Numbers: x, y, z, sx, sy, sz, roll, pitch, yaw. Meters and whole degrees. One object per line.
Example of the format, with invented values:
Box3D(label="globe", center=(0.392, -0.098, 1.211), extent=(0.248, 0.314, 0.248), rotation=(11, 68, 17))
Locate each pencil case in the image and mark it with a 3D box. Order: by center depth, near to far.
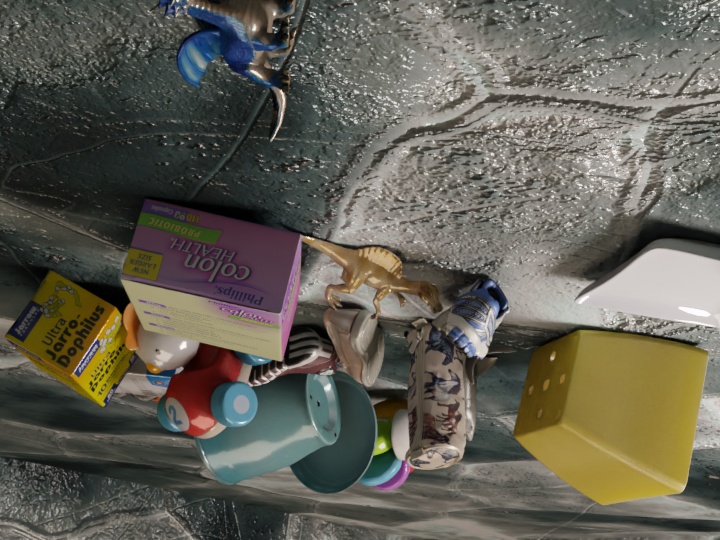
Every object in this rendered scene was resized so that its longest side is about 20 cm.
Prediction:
Box3D(label="pencil case", center=(0.097, 0.167, 1.474), extent=(0.089, 0.201, 0.078), rotation=(26, 142, -35))

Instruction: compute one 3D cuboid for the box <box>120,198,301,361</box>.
Box3D(label="box", center=(-0.163, 0.016, 1.253), extent=(0.175, 0.097, 0.200), rotation=(13, 161, 1))

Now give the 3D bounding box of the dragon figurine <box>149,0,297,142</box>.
Box3D(label="dragon figurine", center=(-0.098, -0.167, 0.797), extent=(0.099, 0.059, 0.200), rotation=(6, 160, 0))

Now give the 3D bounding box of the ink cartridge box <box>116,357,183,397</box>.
Box3D(label="ink cartridge box", center=(-0.364, 0.137, 1.702), extent=(0.199, 0.085, 0.146), rotation=(6, 161, 3))

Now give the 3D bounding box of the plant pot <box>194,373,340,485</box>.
Box3D(label="plant pot", center=(-0.139, 0.223, 1.743), extent=(0.187, 0.201, 0.200), rotation=(-14, 155, 18))

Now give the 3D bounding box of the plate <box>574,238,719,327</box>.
Box3D(label="plate", center=(0.363, 0.011, 1.202), extent=(0.199, 0.032, 0.200), rotation=(9, 160, -11))

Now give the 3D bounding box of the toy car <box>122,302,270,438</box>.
Box3D(label="toy car", center=(-0.253, 0.118, 1.515), extent=(0.200, 0.177, 0.184), rotation=(33, 152, -29))

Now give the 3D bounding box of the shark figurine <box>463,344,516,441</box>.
Box3D(label="shark figurine", center=(0.166, 0.139, 1.599), extent=(0.089, 0.128, 0.215), rotation=(-15, 146, -14))

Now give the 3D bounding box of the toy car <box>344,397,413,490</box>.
Box3D(label="toy car", center=(0.040, 0.296, 1.872), extent=(0.175, 0.150, 0.200), rotation=(-2, -170, 23))

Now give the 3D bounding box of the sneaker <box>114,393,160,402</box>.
Box3D(label="sneaker", center=(-0.336, 0.188, 1.874), extent=(0.112, 0.078, 0.200), rotation=(13, 171, -31))

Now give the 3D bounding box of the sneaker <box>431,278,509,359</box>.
Box3D(label="sneaker", center=(0.144, 0.054, 1.323), extent=(0.077, 0.085, 0.200), rotation=(42, -175, 4))

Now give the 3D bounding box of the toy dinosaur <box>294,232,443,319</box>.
Box3D(label="toy dinosaur", center=(0.000, 0.000, 1.277), extent=(0.200, 0.058, 0.101), rotation=(25, 139, -13))

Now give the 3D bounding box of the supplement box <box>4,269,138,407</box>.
Box3D(label="supplement box", center=(-0.387, 0.099, 1.514), extent=(0.109, 0.109, 0.200), rotation=(28, 164, 10))

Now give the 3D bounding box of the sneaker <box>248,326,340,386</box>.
Box3D(label="sneaker", center=(-0.103, 0.141, 1.653), extent=(0.200, 0.076, 0.115), rotation=(-14, 156, 43))

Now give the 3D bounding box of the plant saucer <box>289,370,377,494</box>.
Box3D(label="plant saucer", center=(-0.046, 0.262, 1.796), extent=(0.200, 0.201, 0.027), rotation=(-9, 167, 37))

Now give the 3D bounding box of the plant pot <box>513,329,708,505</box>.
Box3D(label="plant pot", center=(0.324, 0.186, 1.494), extent=(0.176, 0.200, 0.200), rotation=(23, 157, -13))

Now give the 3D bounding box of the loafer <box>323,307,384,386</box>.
Box3D(label="loafer", center=(-0.008, 0.100, 1.535), extent=(0.063, 0.072, 0.200), rotation=(19, 157, 15))
